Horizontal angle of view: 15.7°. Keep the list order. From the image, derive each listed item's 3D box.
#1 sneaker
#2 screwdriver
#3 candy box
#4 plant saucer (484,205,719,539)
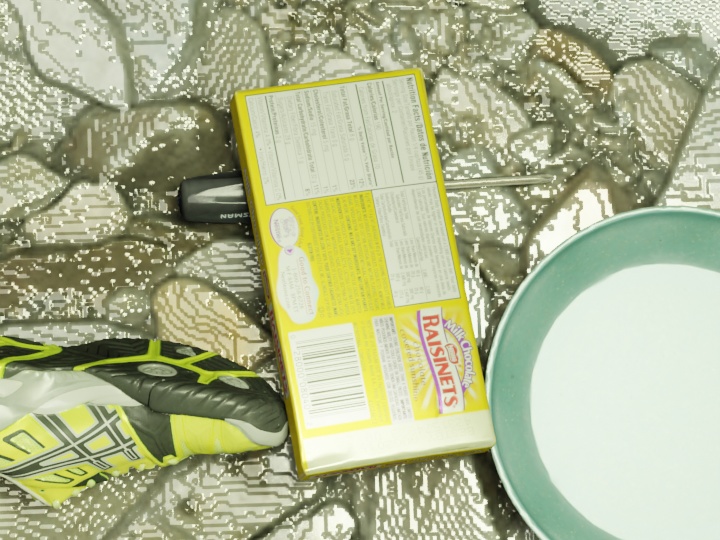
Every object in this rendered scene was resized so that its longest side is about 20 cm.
[{"bbox_3d":[-0.135,0.078,1.320,0.198,0.075,0.077,4,103,0],"label":"sneaker"},{"bbox_3d":[0.003,-0.038,1.360,0.198,0.028,0.029,1,112,-9],"label":"screwdriver"},{"bbox_3d":[0.000,0.000,1.322,0.101,0.026,0.202,-7,77,-16],"label":"candy box"},{"bbox_3d":[0.161,0.068,1.344,0.198,0.036,0.202,0,83,-3],"label":"plant saucer"}]
